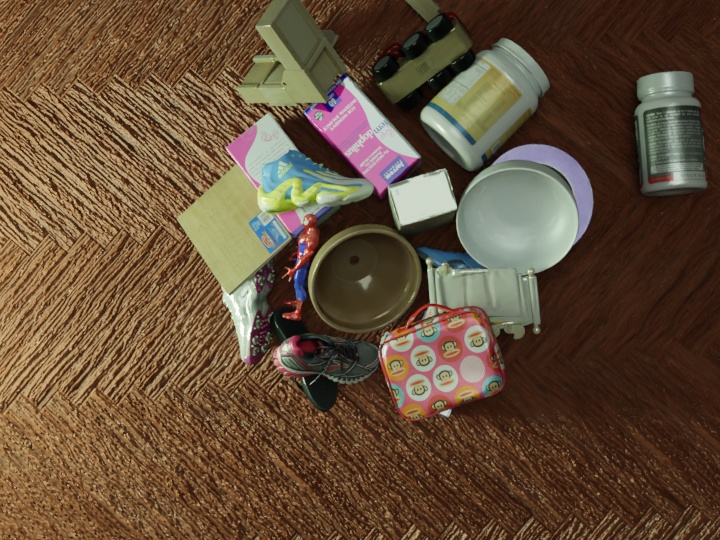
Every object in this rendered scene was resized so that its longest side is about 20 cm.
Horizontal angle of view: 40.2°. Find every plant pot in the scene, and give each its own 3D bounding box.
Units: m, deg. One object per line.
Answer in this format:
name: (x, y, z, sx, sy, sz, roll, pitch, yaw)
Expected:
plant pot: (0.000, 0.000, 1.713, 0.199, 0.093, 0.202, -7, 120, -13)

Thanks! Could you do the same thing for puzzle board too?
puzzle board: (-0.224, -0.073, 1.744, 0.151, 0.017, 0.200, -41, 61, 4)

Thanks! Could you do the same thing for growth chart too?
growth chart: (0.208, 0.050, 1.662, 0.198, 0.018, 0.146, 4, 120, 9)

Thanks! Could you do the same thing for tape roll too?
tape roll: (0.303, -0.116, 1.729, 0.198, 0.085, 0.202, 0, 87, 4)

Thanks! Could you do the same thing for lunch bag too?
lunch bag: (0.132, 0.143, 1.647, 0.198, 0.082, 0.178, -18, 94, 11)

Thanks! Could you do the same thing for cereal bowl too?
cereal bowl: (0.260, -0.097, 1.628, 0.198, 0.084, 0.202, 4, 121, 7)

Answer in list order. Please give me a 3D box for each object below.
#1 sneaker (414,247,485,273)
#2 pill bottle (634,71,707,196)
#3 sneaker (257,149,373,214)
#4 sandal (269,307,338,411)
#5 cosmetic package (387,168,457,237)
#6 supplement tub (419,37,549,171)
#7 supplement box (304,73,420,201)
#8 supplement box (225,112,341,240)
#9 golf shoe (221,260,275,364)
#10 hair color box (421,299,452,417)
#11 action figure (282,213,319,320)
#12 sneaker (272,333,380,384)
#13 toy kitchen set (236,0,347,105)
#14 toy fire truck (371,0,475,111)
sneaker: (0.190, -0.004, 1.742, 0.199, 0.066, 0.079, 26, 77, 3)
pill bottle: (0.537, -0.236, 1.709, 0.113, 0.114, 0.202, -3, 87, 3)
sneaker: (-0.080, -0.159, 1.653, 0.198, 0.076, 0.106, -8, 86, 2)
sandal: (-0.102, 0.161, 1.749, 0.048, 0.075, 0.202, -42, 69, 43)
cosmetic package: (0.104, -0.111, 1.679, 0.103, 0.200, 0.074, -16, 86, 2)
supplement tub: (0.217, -0.289, 1.712, 0.200, 0.145, 0.145, -45, 86, -1)
supplement box: (0.006, -0.232, 1.733, 0.101, 0.103, 0.200, -43, 88, 1)
supplement box: (-0.135, -0.163, 1.743, 0.101, 0.103, 0.201, -37, 88, 1)
golf shoe: (-0.205, 0.066, 1.758, 0.091, 0.075, 0.202, 3, 88, 24)
hair color box: (0.143, 0.145, 1.733, 0.108, 0.065, 0.202, 22, 87, 4)
action figure: (-0.103, -0.010, 1.699, 0.051, 0.066, 0.201, 14, 121, -5)
sneaker: (-0.048, 0.150, 1.702, 0.198, 0.075, 0.081, 1, 61, -29)
toy kitchen set: (-0.134, -0.406, 1.689, 0.199, 0.181, 0.164, 8, 59, 41)
toy fire truck: (0.098, -0.409, 1.744, 0.175, 0.201, 0.129, -34, 117, 21)
